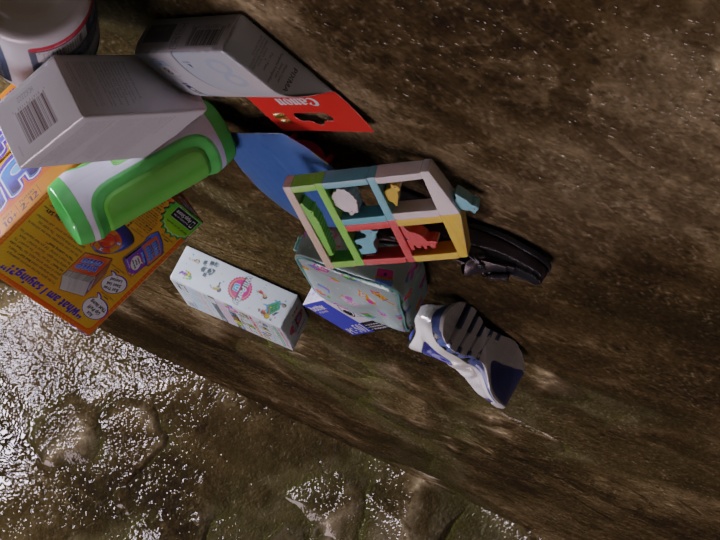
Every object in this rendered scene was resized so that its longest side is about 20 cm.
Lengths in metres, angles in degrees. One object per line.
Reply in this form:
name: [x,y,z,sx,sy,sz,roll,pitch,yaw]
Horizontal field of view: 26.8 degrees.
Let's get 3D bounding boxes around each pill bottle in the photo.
pill bottle: [-0.318,-0.244,1.486,0.119,0.120,0.200,25,166,-1]

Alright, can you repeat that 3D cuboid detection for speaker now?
speaker: [-0.238,-0.108,1.656,0.089,0.200,0.089,51,162,23]

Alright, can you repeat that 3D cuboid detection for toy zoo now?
toy zoo: [0.032,-0.059,1.595,0.199,0.021,0.131,-4,136,24]

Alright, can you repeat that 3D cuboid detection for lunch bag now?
lunch bag: [0.000,0.000,1.902,0.160,0.077,0.200,23,166,14]

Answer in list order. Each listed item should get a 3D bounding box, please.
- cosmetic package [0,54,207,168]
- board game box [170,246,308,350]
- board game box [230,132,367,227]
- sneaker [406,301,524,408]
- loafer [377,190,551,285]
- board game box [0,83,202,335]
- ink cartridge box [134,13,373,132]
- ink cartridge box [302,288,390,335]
cosmetic package: [-0.258,-0.161,1.512,0.101,0.071,0.200,-32,170,29]
board game box: [-0.192,0.046,2.420,0.199,0.064,0.148,24,167,12]
board game box: [-0.060,-0.113,1.679,0.158,0.039,0.200,47,157,-29]
sneaker: [0.132,0.098,2.047,0.115,0.081,0.199,15,156,48]
loafer: [0.109,-0.021,1.665,0.199,0.063,0.072,25,165,4]
board game box: [-0.353,-0.088,1.801,0.200,0.200,0.200,41,-174,-48]
ink cartridge box: [-0.106,-0.178,1.504,0.160,0.047,0.200,7,155,50]
ink cartridge box: [-0.004,0.046,2.136,0.094,0.044,0.200,31,165,-15]
